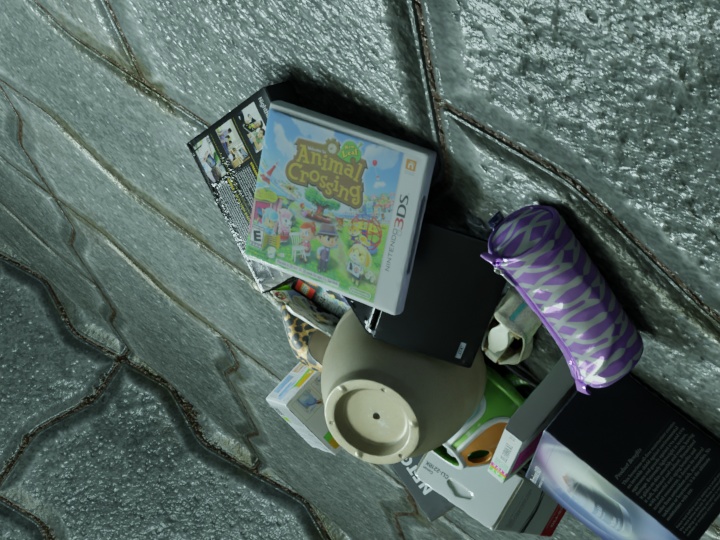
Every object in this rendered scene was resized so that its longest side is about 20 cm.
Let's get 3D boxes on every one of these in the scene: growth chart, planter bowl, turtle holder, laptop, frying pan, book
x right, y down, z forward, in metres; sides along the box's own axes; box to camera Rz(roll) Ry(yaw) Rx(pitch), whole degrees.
[{"bbox_3d":[-0.035,0.064,1.784,0.200,0.018,0.145,33,-167,9],"label":"growth chart"},{"bbox_3d":[0.036,0.145,1.630,0.200,0.135,0.200,10,121,18],"label":"planter bowl"},{"bbox_3d":[0.128,0.171,1.770,0.186,0.132,0.141,39,163,11],"label":"turtle holder"},{"bbox_3d":[0.061,-0.014,1.542,0.200,0.103,0.177,56,141,39],"label":"laptop"},{"bbox_3d":[0.141,0.081,1.681,0.190,0.031,0.115,27,173,18],"label":"frying pan"},{"bbox_3d":[0.208,0.170,1.588,0.048,0.134,0.200,39,162,13],"label":"book"}]

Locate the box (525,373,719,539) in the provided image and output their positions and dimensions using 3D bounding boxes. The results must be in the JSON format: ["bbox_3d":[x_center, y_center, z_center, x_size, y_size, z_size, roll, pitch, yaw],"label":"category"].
[{"bbox_3d":[0.303,0.228,1.537,0.198,0.123,0.200,39,162,16],"label":"box"}]

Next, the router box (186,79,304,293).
[{"bbox_3d":[-0.096,-0.092,1.557,0.149,0.051,0.200,-29,87,41],"label":"router box"}]

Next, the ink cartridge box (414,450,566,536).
[{"bbox_3d":[0.188,0.291,1.885,0.144,0.084,0.200,32,-175,32],"label":"ink cartridge box"}]

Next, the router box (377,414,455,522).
[{"bbox_3d":[0.086,0.256,2.005,0.200,0.052,0.157,55,-163,7],"label":"router box"}]

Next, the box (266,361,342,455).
[{"bbox_3d":[-0.018,0.144,1.901,0.101,0.200,0.112,46,166,-12],"label":"box"}]

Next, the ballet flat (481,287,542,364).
[{"bbox_3d":[0.164,0.073,1.572,0.067,0.062,0.200,38,163,14],"label":"ballet flat"}]

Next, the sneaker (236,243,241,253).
[{"bbox_3d":[-0.071,-0.040,1.807,0.200,0.070,0.093,21,125,18],"label":"sneaker"}]

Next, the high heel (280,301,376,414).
[{"bbox_3d":[-0.015,0.106,1.767,0.200,0.071,0.143,49,155,-10],"label":"high heel"}]

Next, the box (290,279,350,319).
[{"bbox_3d":[0.000,0.000,1.687,0.137,0.040,0.200,32,148,3],"label":"box"}]

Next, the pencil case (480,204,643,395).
[{"bbox_3d":[0.200,0.027,1.344,0.200,0.086,0.084,50,163,-25],"label":"pencil case"}]

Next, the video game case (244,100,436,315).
[{"bbox_3d":[-0.026,-0.068,1.468,0.200,0.022,0.182,21,111,25],"label":"video game case"}]
